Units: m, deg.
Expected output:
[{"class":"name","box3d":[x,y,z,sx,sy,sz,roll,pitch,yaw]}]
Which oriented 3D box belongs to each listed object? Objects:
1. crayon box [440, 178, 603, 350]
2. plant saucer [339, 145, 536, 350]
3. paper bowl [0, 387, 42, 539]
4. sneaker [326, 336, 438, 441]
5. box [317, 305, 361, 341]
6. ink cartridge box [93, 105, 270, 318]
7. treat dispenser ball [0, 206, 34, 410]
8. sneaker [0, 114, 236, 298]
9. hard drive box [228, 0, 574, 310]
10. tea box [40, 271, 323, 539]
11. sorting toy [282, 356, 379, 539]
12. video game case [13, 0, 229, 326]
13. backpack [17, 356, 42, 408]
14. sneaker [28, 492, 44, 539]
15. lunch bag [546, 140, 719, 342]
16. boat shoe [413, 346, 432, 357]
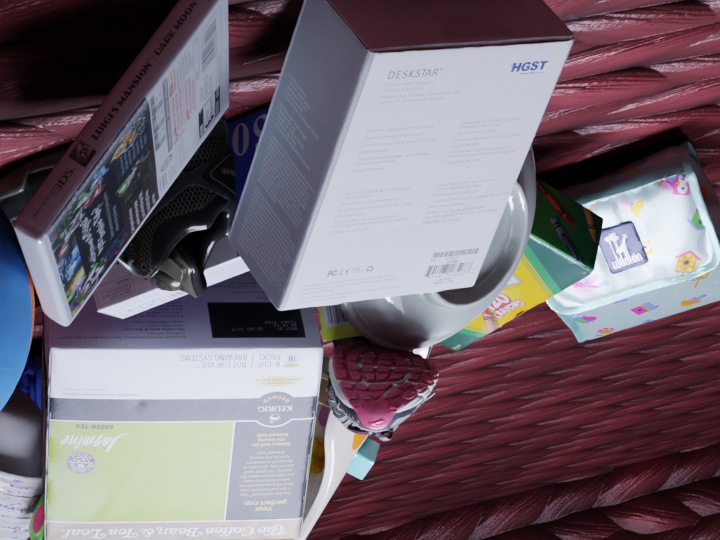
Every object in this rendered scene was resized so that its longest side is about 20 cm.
[{"class":"crayon box","box3d":[0.093,-0.013,1.831,0.119,0.058,0.200,29,146,-21]},{"class":"plant saucer","box3d":[0.068,-0.030,1.589,0.200,0.201,0.050,-3,-159,-44]},{"class":"paper bowl","box3d":[-0.336,0.130,1.775,0.200,0.105,0.201,26,-177,-2]},{"class":"sneaker","box3d":[0.013,0.092,1.636,0.080,0.075,0.200,9,-173,-1]},{"class":"box","box3d":[0.000,0.000,1.708,0.050,0.076,0.200,-10,-171,7]},{"class":"ink cartridge box","box3d":[-0.097,-0.045,1.513,0.199,0.094,0.044,-20,166,15]},{"class":"treat dispenser ball","box3d":[-0.294,0.022,1.312,0.200,0.202,0.201,-16,166,-4]},{"class":"sneaker","box3d":[-0.170,-0.026,1.466,0.199,0.115,0.076,-18,165,14]},{"class":"hard drive box","box3d":[0.023,-0.081,1.370,0.155,0.077,0.200,-7,134,-34]},{"class":"tea box","box3d":[-0.140,0.093,1.669,0.199,0.134,0.197,1,126,-11]},{"class":"sorting toy","box3d":[-0.058,0.157,1.873,0.107,0.181,0.200,27,175,-36]},{"class":"video game case","box3d":[-0.137,-0.066,1.308,0.182,0.023,0.200,-56,174,-14]},{"class":"backpack","box3d":[-0.223,0.134,1.929,0.167,0.163,0.200,-6,164,-27]},{"class":"sneaker","box3d":[-0.181,0.180,1.784,0.200,0.077,0.084,-31,135,-38]},{"class":"lunch bag","box3d":[0.233,-0.029,1.929,0.170,0.122,0.200,-17,156,13]},{"class":"boat shoe","box3d":[0.020,0.050,1.808,0.066,0.070,0.200,22,175,-6]}]
